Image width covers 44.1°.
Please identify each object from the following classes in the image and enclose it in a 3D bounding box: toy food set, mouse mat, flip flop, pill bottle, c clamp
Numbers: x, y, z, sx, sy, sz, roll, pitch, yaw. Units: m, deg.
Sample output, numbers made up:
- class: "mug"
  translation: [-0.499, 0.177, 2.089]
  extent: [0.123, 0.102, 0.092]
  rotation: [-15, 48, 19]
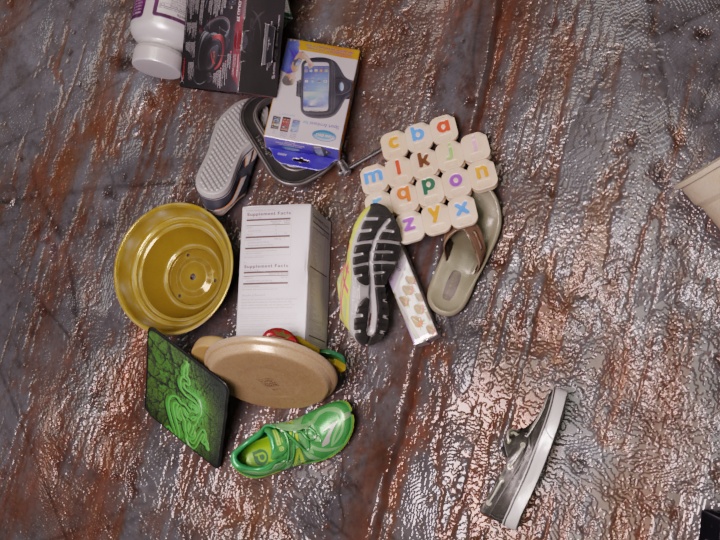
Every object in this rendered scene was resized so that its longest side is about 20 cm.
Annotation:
- class: "toy food set"
  translation: [-0.125, 0.138, 1.250]
  extent: [0.198, 0.197, 0.049]
  rotation: [-24, 45, 38]
- class: "mouse mat"
  translation: [-0.258, 0.190, 1.303]
  extent: [0.160, 0.202, 0.008]
  rotation: [33, 46, 20]
- class: "flip flop"
  translation: [0.147, -0.033, 1.281]
  extent: [0.080, 0.058, 0.203]
  rotation: [20, 85, 17]
- class: "pill bottle"
  translation: [-0.312, -0.422, 1.450]
  extent: [0.110, 0.112, 0.204]
  rotation: [8, 82, 16]
- class: "c clamp"
  translation: [-0.087, -0.212, 1.378]
  extent: [0.170, 0.027, 0.201]
  rotation: [-35, 74, -14]

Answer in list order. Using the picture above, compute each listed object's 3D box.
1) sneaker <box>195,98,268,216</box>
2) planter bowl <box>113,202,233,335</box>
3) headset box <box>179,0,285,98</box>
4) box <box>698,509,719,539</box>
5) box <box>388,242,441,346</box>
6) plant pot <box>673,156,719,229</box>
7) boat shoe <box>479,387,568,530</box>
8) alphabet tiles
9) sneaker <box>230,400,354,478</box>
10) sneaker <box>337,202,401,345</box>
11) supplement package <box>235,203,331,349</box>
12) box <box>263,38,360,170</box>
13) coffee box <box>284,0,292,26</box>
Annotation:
- class: "sneaker"
  translation: [-0.202, -0.177, 1.398]
  extent: [0.077, 0.080, 0.202]
  rotation: [19, 60, 10]
- class: "planter bowl"
  translation: [-0.273, 0.004, 1.375]
  extent: [0.197, 0.083, 0.204]
  rotation: [-3, 78, 14]
- class: "headset box"
  translation: [-0.192, -0.345, 1.357]
  extent: [0.199, 0.074, 0.151]
  rotation: [16, 103, 48]
- class: "box"
  translation: [0.506, 0.359, 1.039]
  extent: [0.195, 0.200, 0.126]
  rotation: [7, 81, 15]
- class: "box"
  translation: [0.063, 0.012, 1.306]
  extent: [0.038, 0.041, 0.203]
  rotation: [-24, 76, 9]
- class: "plant pot"
  translation: [0.534, -0.083, 1.131]
  extent: [0.199, 0.200, 0.185]
  rotation: [-31, 85, 7]
- class: "boat shoe"
  translation: [0.221, 0.247, 1.204]
  extent: [0.063, 0.071, 0.203]
  rotation: [23, 88, 17]
- class: "alphabet tiles"
  translation: [0.099, -0.135, 1.307]
  extent: [0.197, 0.015, 0.198]
  rotation: [-16, 60, 10]
- class: "sneaker"
  translation: [-0.097, 0.250, 1.282]
  extent: [0.198, 0.084, 0.075]
  rotation: [-27, 74, 8]
- class: "sneaker"
  translation: [0.000, 0.000, 1.283]
  extent: [0.090, 0.077, 0.204]
  rotation: [29, 113, 58]
- class: "supplement package"
  translation: [-0.111, 0.014, 1.314]
  extent: [0.108, 0.114, 0.204]
  rotation: [-1, 78, 14]
- class: "box"
  translation: [-0.074, -0.253, 1.357]
  extent: [0.117, 0.042, 0.203]
  rotation: [9, 67, 3]
- class: "coffee box"
  translation: [-0.177, -0.461, 1.426]
  extent: [0.122, 0.043, 0.203]
  rotation: [-32, 69, 45]
